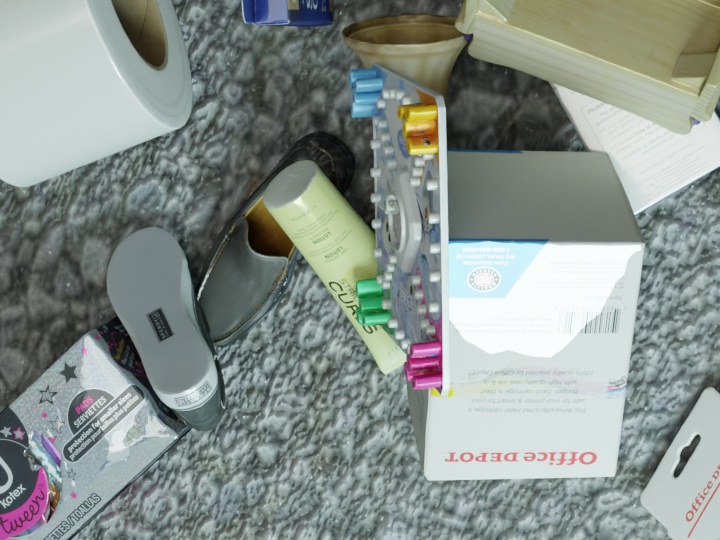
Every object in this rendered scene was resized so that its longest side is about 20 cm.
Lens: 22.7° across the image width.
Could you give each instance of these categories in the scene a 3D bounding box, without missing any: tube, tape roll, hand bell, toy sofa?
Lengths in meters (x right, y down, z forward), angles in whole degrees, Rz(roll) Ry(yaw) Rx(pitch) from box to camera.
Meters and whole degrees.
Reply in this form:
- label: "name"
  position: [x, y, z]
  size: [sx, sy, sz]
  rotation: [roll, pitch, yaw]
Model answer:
- label: "tube"
  position: [0.000, 0.000, 1.399]
  size: [0.058, 0.052, 0.200]
  rotation: [2, 140, 45]
- label: "tape roll"
  position: [-0.233, -0.181, 1.381]
  size: [0.138, 0.203, 0.205]
  rotation: [-19, 93, 15]
- label: "hand bell"
  position: [0.042, -0.091, 1.405]
  size: [0.103, 0.104, 0.202]
  rotation: [1, 111, 12]
- label: "toy sofa"
  position: [0.174, -0.181, 1.299]
  size: [0.198, 0.098, 0.083]
  rotation: [21, 74, 7]

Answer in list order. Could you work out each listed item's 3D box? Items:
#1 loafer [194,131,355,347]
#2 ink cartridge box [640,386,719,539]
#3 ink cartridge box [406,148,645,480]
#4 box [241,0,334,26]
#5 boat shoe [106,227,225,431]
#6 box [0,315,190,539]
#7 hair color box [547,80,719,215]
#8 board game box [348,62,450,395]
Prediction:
- label: "loafer"
  position: [-0.081, -0.022, 1.434]
  size: [0.072, 0.072, 0.201]
  rotation: [32, 103, 5]
- label: "ink cartridge box"
  position: [0.311, 0.188, 1.347]
  size: [0.067, 0.200, 0.117]
  rotation: [21, 106, -36]
- label: "ink cartridge box"
  position: [0.114, 0.032, 1.316]
  size: [0.145, 0.145, 0.202]
  rotation: [1, 119, -5]
- label: "box"
  position: [-0.054, -0.243, 1.333]
  size: [0.032, 0.200, 0.123]
  rotation: [-1, 97, 12]
- label: "boat shoe"
  position: [-0.153, 0.047, 1.425]
  size: [0.068, 0.201, 0.057]
  rotation: [-23, 135, 0]
- label: "box"
  position: [-0.235, 0.141, 1.458]
  size: [0.200, 0.132, 0.115]
  rotation: [-43, 89, 14]
- label: "hair color box"
  position: [0.196, -0.151, 1.362]
  size: [0.099, 0.061, 0.201]
  rotation: [-29, 90, 12]
- label: "board game box"
  position: [0.025, -0.035, 1.264]
  size: [0.026, 0.200, 0.202]
  rotation: [-4, 104, -12]
